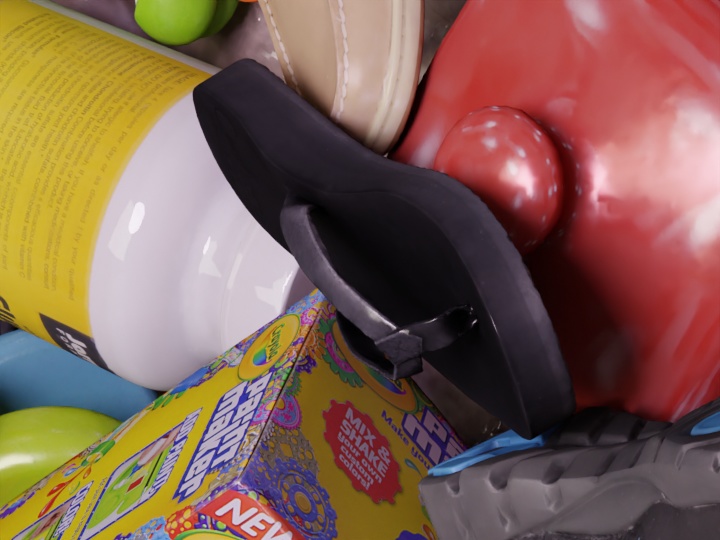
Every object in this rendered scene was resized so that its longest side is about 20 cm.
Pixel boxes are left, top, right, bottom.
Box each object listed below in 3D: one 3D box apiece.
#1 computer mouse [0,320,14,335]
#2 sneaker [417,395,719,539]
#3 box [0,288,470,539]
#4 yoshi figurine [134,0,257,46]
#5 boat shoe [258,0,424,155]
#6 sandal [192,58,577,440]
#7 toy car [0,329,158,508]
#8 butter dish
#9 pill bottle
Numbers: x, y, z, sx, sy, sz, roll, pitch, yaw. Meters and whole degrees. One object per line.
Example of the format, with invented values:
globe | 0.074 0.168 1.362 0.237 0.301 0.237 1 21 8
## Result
computer mouse | -0.196 -0.034 1.194 0.140 0.046 0.201 9 99 39
sneaker | 0.098 0.073 0.791 0.200 0.073 0.082 -14 97 57
box | -0.028 0.149 0.929 0.192 0.122 0.200 -35 104 26
yoshi figurine | -0.075 -0.182 1.048 0.112 0.112 0.201 27 113 54
boat shoe | -0.031 -0.124 0.937 0.072 0.065 0.201 129 133 -55
sandal | 0.000 0.000 0.859 0.200 0.043 0.076 35 153 56
toy car | -0.138 0.100 1.100 0.200 0.174 0.150 -47 26 34
butter dish | 0.079 -0.027 0.887 0.200 0.147 0.201 47 120 28
pill bottle | -0.085 -0.025 1.047 0.199 0.112 0.113 23 108 29
